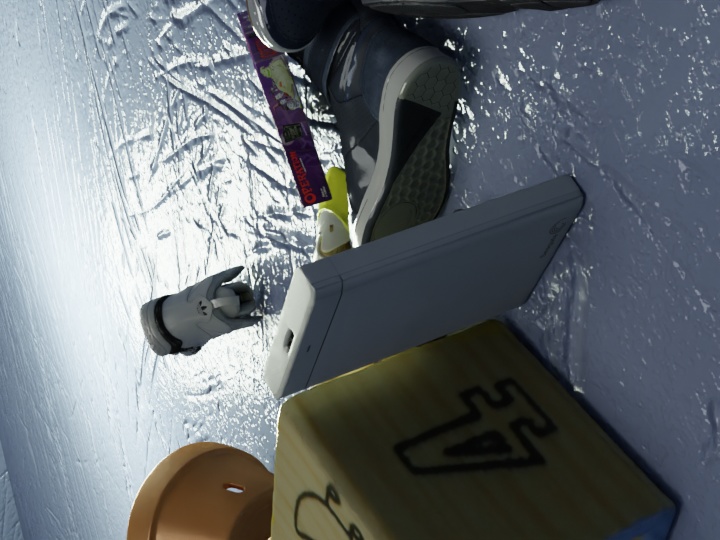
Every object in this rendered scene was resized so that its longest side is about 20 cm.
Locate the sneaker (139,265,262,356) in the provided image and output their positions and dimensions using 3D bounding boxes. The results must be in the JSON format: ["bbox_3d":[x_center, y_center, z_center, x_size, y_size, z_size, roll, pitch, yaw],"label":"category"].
[{"bbox_3d":[-0.164,0.046,1.350,0.200,0.115,0.075,-7,-103,-82],"label":"sneaker"}]

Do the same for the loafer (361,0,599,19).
[{"bbox_3d":[0.075,-0.192,0.748,0.200,0.072,0.063,12,98,54],"label":"loafer"}]

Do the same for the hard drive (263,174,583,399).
[{"bbox_3d":[0.040,0.012,0.781,0.027,0.200,0.132,57,151,24],"label":"hard drive"}]

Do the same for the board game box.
[{"bbox_3d":[-0.064,-0.138,0.979,0.200,0.032,0.120,-113,8,-67],"label":"board game box"}]

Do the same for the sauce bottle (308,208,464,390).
[{"bbox_3d":[0.034,0.041,0.904,0.200,0.066,0.066,-52,57,28],"label":"sauce bottle"}]

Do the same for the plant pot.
[{"bbox_3d":[-0.141,0.299,1.361,0.140,0.200,0.201,0,108,45],"label":"plant pot"}]

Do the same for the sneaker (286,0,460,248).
[{"bbox_3d":[0.001,-0.111,0.909,0.146,0.077,0.203,46,142,33],"label":"sneaker"}]

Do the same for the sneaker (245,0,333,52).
[{"bbox_3d":[-0.009,-0.239,0.796,0.108,0.070,0.200,23,97,52],"label":"sneaker"}]

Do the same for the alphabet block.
[{"bbox_3d":[0.068,0.187,0.853,0.200,0.196,0.196,48,144,38],"label":"alphabet block"}]

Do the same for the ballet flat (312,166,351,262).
[{"bbox_3d":[0.000,0.000,1.002,0.200,0.067,0.067,61,155,20],"label":"ballet flat"}]
